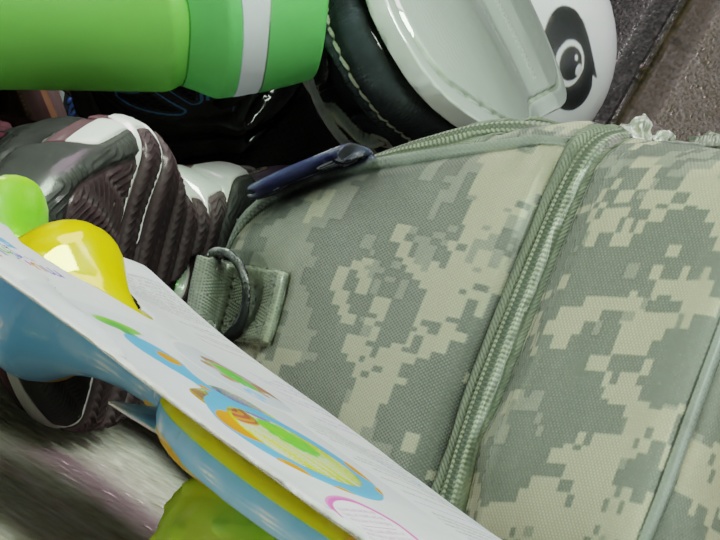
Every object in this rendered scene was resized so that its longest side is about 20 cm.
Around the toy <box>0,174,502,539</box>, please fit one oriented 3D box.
[{"bbox_3d":[-0.016,0.051,0.544,0.200,0.047,0.115,39,8,30],"label":"toy"}]

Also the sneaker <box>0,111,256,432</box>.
[{"bbox_3d":[-0.101,-0.009,0.716,0.115,0.076,0.200,15,0,9],"label":"sneaker"}]

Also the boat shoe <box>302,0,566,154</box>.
[{"bbox_3d":[0.015,-0.056,0.821,0.076,0.060,0.200,65,13,6],"label":"boat shoe"}]

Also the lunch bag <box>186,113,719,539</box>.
[{"bbox_3d":[0.068,0.047,0.734,0.167,0.140,0.200,8,-16,42],"label":"lunch bag"}]

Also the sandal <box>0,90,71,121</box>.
[{"bbox_3d":[-0.109,-0.089,0.951,0.054,0.201,0.080,-9,-26,-15],"label":"sandal"}]

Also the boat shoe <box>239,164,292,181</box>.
[{"bbox_3d":[0.000,0.000,0.861,0.198,0.072,0.065,5,21,-1],"label":"boat shoe"}]

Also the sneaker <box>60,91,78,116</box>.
[{"bbox_3d":[-0.147,-0.125,1.050,0.111,0.201,0.073,25,23,20],"label":"sneaker"}]

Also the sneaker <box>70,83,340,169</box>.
[{"bbox_3d":[-0.049,-0.071,0.850,0.082,0.073,0.200,25,-20,39],"label":"sneaker"}]

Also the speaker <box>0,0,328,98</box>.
[{"bbox_3d":[-0.110,-0.087,0.719,0.198,0.089,0.088,0,7,-8],"label":"speaker"}]

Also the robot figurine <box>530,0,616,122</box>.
[{"bbox_3d":[0.003,-0.049,0.993,0.125,0.200,0.150,49,22,21],"label":"robot figurine"}]
